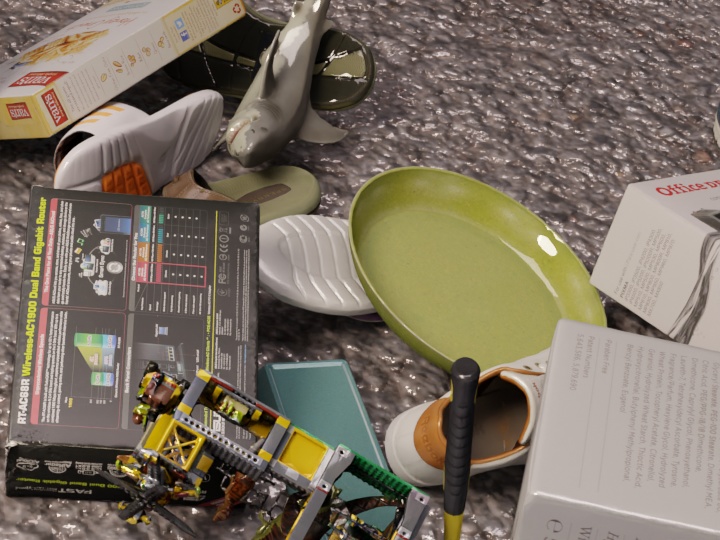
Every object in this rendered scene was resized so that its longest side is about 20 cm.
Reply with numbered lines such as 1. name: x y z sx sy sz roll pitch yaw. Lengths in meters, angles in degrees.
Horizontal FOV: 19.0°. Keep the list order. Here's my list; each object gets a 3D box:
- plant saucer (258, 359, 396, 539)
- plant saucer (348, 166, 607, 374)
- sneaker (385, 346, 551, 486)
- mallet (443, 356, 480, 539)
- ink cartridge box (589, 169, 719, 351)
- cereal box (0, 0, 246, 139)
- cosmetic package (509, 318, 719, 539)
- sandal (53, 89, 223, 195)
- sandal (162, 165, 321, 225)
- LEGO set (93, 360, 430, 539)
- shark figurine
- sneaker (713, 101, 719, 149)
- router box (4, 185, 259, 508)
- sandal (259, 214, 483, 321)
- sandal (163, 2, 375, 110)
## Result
1. plant saucer: -0.015 0.120 1.338 0.069 0.019 0.201 -2 37 -16
2. plant saucer: 0.075 0.011 1.461 0.198 0.031 0.201 21 38 -17
3. sneaker: 0.118 0.086 1.343 0.199 0.085 0.073 -20 84 -25
4. mallet: 0.050 0.141 1.165 0.041 0.201 0.066 3 40 1
5. ink cartridge box: 0.281 0.013 1.478 0.199 0.084 0.146 35 29 32
6. cereal box: -0.199 -0.157 1.588 0.200 0.040 0.143 -36 23 -34
7. cosmetic package: 0.184 0.155 1.203 0.198 0.166 0.166 11 35 5
8. sandal: -0.173 -0.086 1.551 0.059 0.080 0.206 22 28 21
9. sandal: -0.110 -0.047 1.518 0.080 0.058 0.200 32 41 30
10. LEGO set: -0.062 0.152 1.173 0.199 0.154 0.116 34 65 -8
11. shark figurine: -0.037 -0.143 1.607 0.089 0.128 0.216 29 67 -7
12. sneaker: 0.327 -0.097 1.674 0.077 0.080 0.201 -2 37 -16
13. router box: -0.139 0.046 1.329 0.148 0.062 0.201 5 52 -8
14. sandal: 0.003 0.006 1.483 0.201 0.050 0.083 -2 50 -35
15. sandal: -0.079 -0.166 1.687 0.199 0.080 0.057 21 -2 19
